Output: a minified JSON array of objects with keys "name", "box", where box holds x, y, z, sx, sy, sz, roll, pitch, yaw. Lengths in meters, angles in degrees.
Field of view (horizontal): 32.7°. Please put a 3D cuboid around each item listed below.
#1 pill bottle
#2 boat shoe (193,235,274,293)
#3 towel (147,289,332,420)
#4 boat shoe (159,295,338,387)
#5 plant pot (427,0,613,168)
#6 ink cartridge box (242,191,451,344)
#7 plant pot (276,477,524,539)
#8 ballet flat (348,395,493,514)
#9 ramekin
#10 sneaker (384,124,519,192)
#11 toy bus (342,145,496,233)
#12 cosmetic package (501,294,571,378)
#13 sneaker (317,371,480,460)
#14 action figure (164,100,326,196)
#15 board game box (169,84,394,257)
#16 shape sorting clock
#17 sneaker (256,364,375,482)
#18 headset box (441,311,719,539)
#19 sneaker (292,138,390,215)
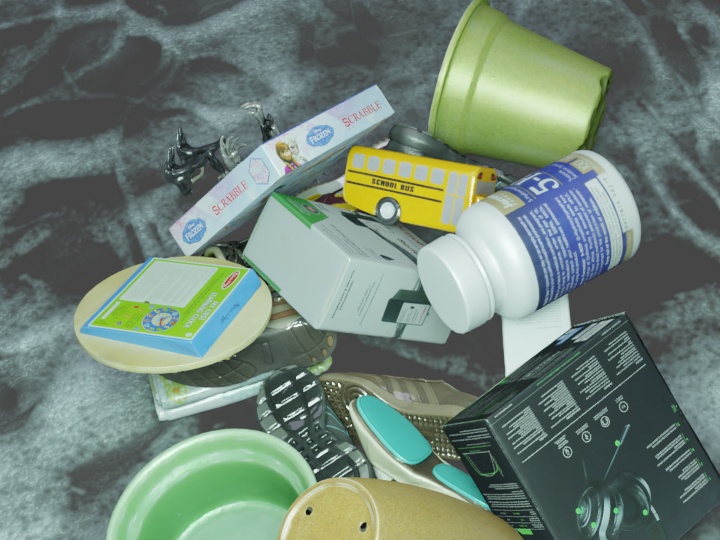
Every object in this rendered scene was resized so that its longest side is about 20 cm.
[{"name":"pill bottle","box":[0.160,-0.024,1.188,0.198,0.121,0.120,-27,45,-18]},{"name":"boat shoe","box":[-0.148,0.003,1.338,0.199,0.065,0.073,-35,49,-24]},{"name":"towel","box":[-0.144,0.072,1.351,0.197,0.049,0.172,-17,46,-6]},{"name":"boat shoe","box":[-0.123,0.068,1.273,0.196,0.077,0.072,-6,39,-7]},{"name":"plant pot","box":[0.200,-0.205,1.486,0.182,0.202,0.201,20,50,14]},{"name":"ink cartridge box","box":[0.000,0.000,1.288,0.198,0.084,0.146,10,22,-47]},{"name":"plant pot","box":[0.025,0.246,0.977,0.184,0.200,0.189,-17,53,24]},{"name":"ballet flat","box":[0.056,0.198,1.154,0.199,0.070,0.069,36,59,27]},{"name":"ramekin","box":[-0.120,0.253,1.106,0.196,0.098,0.202,-8,46,8]},{"name":"sneaker","box":[0.113,-0.096,1.430,0.198,0.075,0.080,25,90,-3]},{"name":"toy bus","box":[0.080,-0.081,1.334,0.197,0.080,0.065,13,6,29]},{"name":"cosmetic package","box":[0.179,0.074,1.244,0.073,0.103,0.202,-3,42,9]},{"name":"sneaker","box":[0.049,0.141,1.238,0.197,0.072,0.075,15,24,26]},{"name":"action figure","box":[-0.145,-0.145,1.539,0.196,0.103,0.119,0,32,14]},{"name":"board game box","box":[-0.086,-0.108,1.334,0.199,0.199,0.041,-35,90,-45]},{"name":"shape sorting clock","box":[-0.185,0.043,1.224,0.196,0.040,0.201,-5,30,3]},{"name":"sneaker","box":[-0.043,0.175,1.198,0.075,0.080,0.201,-30,45,-5]},{"name":"headset box","box":[0.201,0.171,1.075,0.173,0.202,0.093,-33,3,-23]},{"name":"sneaker","box":[0.008,-0.082,1.466,0.199,0.075,0.090,-34,49,-12]}]
